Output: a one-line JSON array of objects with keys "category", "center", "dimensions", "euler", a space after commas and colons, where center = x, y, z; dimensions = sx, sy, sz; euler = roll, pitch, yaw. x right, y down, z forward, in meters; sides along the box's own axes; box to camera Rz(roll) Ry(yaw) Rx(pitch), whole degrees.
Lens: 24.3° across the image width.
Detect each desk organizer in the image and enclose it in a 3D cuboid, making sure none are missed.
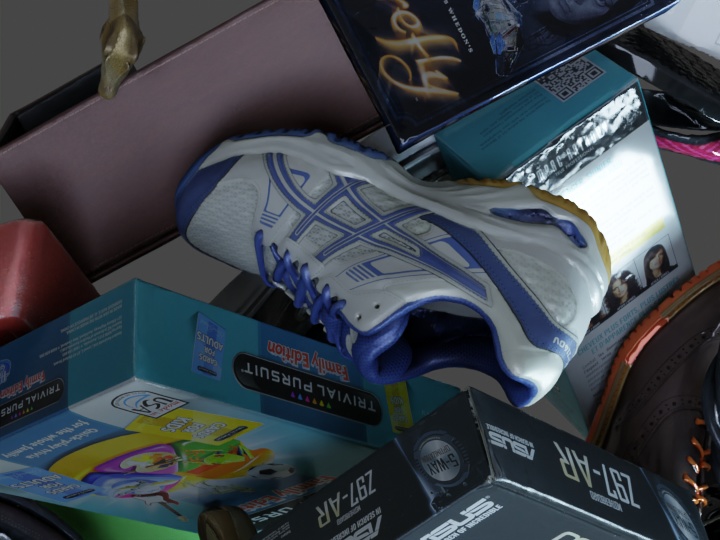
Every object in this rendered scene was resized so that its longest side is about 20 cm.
[{"category": "desk organizer", "center": [-0.070, -0.077, 0.788], "dimensions": [0.200, 0.072, 0.077], "euler": [-27, 111, 11]}]

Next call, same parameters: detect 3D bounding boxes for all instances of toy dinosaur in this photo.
[{"category": "toy dinosaur", "center": [-0.120, -0.179, 0.719], "dimensions": [0.058, 0.101, 0.200], "euler": [-17, 114, 6]}]

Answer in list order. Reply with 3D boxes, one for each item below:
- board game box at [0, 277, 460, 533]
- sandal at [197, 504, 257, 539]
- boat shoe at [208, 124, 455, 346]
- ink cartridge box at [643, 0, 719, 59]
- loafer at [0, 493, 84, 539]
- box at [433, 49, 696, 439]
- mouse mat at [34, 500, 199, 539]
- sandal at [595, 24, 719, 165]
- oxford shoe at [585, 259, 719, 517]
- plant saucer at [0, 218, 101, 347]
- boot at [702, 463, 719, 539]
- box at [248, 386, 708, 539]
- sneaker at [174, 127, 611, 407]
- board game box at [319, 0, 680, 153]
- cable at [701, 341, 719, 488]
[{"category": "board game box", "center": [-0.073, 0.074, 0.769], "dimensions": [0.151, 0.047, 0.200], "euler": [-24, 148, 38]}, {"category": "sandal", "center": [-0.046, 0.167, 0.850], "dimensions": [0.054, 0.080, 0.200], "euler": [-20, 155, -12]}, {"category": "boat shoe", "center": [0.000, 0.000, 0.805], "dimensions": [0.200, 0.072, 0.071], "euler": [-47, 66, 36]}, {"category": "ink cartridge box", "center": [0.255, -0.150, 0.781], "dimensions": [0.200, 0.057, 0.163], "euler": [24, 113, -3]}, {"category": "loafer", "center": [-0.167, 0.178, 0.874], "dimensions": [0.072, 0.063, 0.200], "euler": [-27, 131, 18]}, {"category": "box", "center": [0.106, -0.007, 0.788], "dimensions": [0.082, 0.049, 0.200], "euler": [-36, 135, -9]}, {"category": "mouse mat", "center": [-0.084, 0.166, 0.937], "dimensions": [0.161, 0.008, 0.200], "euler": [-19, 115, 7]}, {"category": "sandal", "center": [0.157, -0.073, 0.796], "dimensions": [0.200, 0.075, 0.045], "euler": [28, 113, -17]}, {"category": "oxford shoe", "center": [0.149, 0.085, 0.797], "dimensions": [0.071, 0.073, 0.200], "euler": [20, 106, -43]}, {"category": "plant saucer", "center": [-0.208, 0.064, 0.810], "dimensions": [0.199, 0.037, 0.200], "euler": [-16, 148, 6]}, {"category": "boot", "center": [0.155, 0.158, 0.856], "dimensions": [0.211, 0.158, 0.080], "euler": [-27, 114, 10]}, {"category": "box", "center": [0.030, 0.140, 0.731], "dimensions": [0.200, 0.044, 0.160], "euler": [-37, 137, 26]}, {"category": "sneaker", "center": [0.000, 0.000, 0.702], "dimensions": [0.199, 0.088, 0.075], "euler": [10, 146, 24]}, {"category": "board game box", "center": [0.029, -0.170, 0.711], "dimensions": [0.135, 0.035, 0.200], "euler": [-28, 90, -2]}, {"category": "cable", "center": [0.212, 0.039, 0.782], "dimensions": [0.051, 0.200, 0.164], "euler": [30, 132, 31]}]
